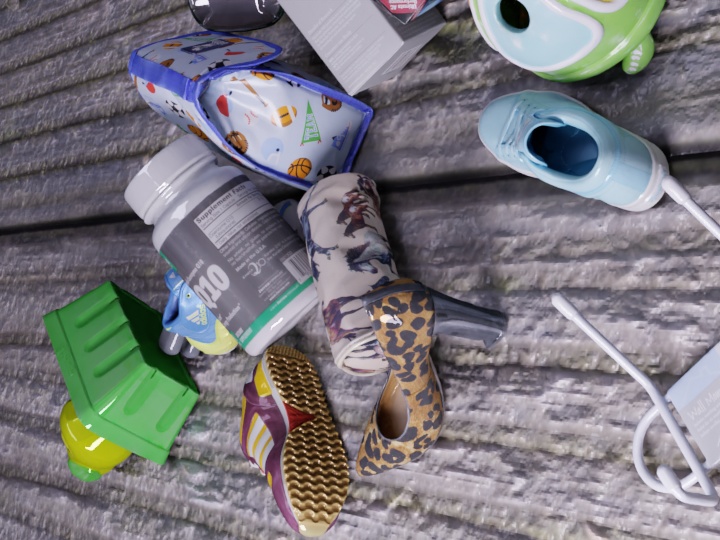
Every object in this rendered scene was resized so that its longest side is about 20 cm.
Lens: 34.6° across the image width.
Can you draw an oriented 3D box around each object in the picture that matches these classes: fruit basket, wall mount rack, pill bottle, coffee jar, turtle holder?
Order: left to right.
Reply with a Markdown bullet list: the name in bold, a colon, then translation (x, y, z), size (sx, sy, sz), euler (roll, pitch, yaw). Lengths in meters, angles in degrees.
- **fruit basket**: translation (-0.297, 0.148, 1.330), size (0.214, 0.155, 0.218), euler (-21, 51, 29)
- **pill bottle**: translation (-0.128, -0.027, 1.115), size (0.200, 0.113, 0.113), euler (48, 122, 4)
- **coffee jar**: translation (-0.112, -0.321, 1.222), size (0.201, 0.103, 0.086), euler (-75, -20, -61)
- **turtle holder**: translation (0.161, -0.218, 0.869), size (0.185, 0.131, 0.142), euler (29, 100, 52)
- **wall mount rack**: translation (0.221, 0.047, 0.759), size (0.200, 0.074, 0.175), euler (-50, 44, 27)

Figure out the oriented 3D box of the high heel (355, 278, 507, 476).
- **high heel**: translation (0.014, 0.091, 0.947), size (0.201, 0.142, 0.072), euler (-55, 42, 23)

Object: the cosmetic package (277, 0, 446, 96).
- **cosmetic package**: translation (-0.023, -0.275, 1.074), size (0.201, 0.107, 0.090), euler (51, 125, 3)

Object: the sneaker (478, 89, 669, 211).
- **sneaker**: translation (0.147, -0.107, 0.900), size (0.199, 0.081, 0.075), euler (28, 98, 52)

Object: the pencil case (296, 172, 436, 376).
- **pencil case**: translation (0.000, 0.000, 1.051), size (0.078, 0.088, 0.202), euler (108, 152, -49)

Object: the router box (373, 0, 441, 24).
- **router box**: translation (0.096, -0.313, 0.984), size (0.200, 0.062, 0.150), euler (-47, 1, 31)

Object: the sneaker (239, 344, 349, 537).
- **sneaker**: translation (-0.068, 0.173, 1.089), size (0.090, 0.074, 0.201), euler (-53, 35, 36)

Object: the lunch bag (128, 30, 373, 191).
- **lunch bag**: translation (-0.116, -0.168, 1.155), size (0.170, 0.198, 0.125), euler (29, 100, 52)

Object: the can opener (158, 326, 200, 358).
- **can opener**: translation (-0.165, 0.007, 1.273), size (0.066, 0.052, 0.202), euler (42, 110, 48)

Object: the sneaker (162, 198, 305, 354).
- **sneaker**: translation (-0.138, 0.004, 1.198), size (0.201, 0.104, 0.076), euler (-57, 41, 21)
